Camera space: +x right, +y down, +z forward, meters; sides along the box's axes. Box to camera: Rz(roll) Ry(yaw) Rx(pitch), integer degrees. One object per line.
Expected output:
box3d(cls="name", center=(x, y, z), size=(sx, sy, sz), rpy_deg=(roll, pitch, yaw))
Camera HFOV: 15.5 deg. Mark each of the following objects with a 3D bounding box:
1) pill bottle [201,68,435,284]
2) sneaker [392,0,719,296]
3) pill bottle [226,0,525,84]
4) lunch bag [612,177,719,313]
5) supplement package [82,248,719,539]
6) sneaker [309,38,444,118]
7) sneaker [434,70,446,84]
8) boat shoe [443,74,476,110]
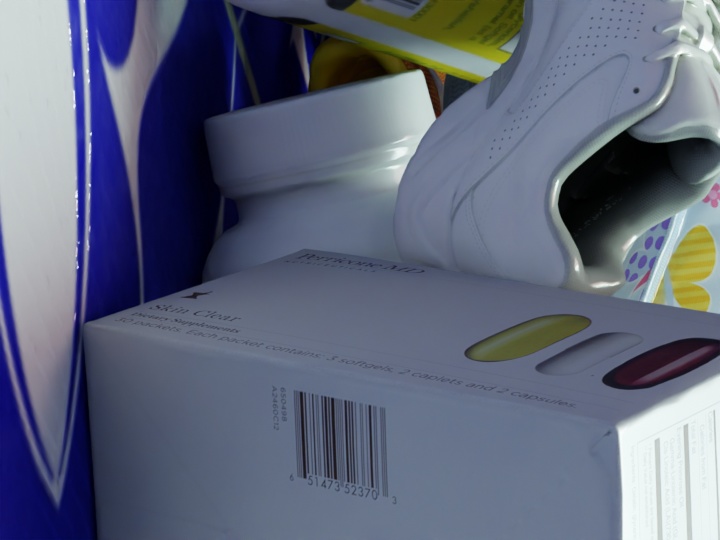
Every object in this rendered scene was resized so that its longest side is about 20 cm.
box3d(cls="pill bottle", center=(0.005, 0.033, 0.963), size=(0.112, 0.112, 0.201), rpy_deg=(-35, 111, -77))
box3d(cls="sneaker", center=(0.096, -0.069, 0.874), size=(0.078, 0.099, 0.201), rpy_deg=(30, 82, -41))
box3d(cls="pill bottle", center=(0.044, -0.126, 0.957), size=(0.199, 0.114, 0.115), rpy_deg=(14, 73, -41))
box3d(cls="lunch bag", center=(0.128, 0.043, 1.040), size=(0.201, 0.127, 0.170), rpy_deg=(-66, -171, -9))
box3d(cls="supplement package", center=(0.027, 0.089, 0.813), size=(0.111, 0.199, 0.157), rpy_deg=(-19, 112, -49))
box3d(cls="sneaker", center=(0.000, 0.000, 1.095), size=(0.077, 0.073, 0.201), rpy_deg=(18, 64, -65))
box3d(cls="sneaker", center=(0.031, -0.109, 1.196), size=(0.077, 0.073, 0.200), rpy_deg=(-44, 155, -20))
box3d(cls="boat shoe", center=(0.083, -0.104, 1.106), size=(0.067, 0.073, 0.201), rpy_deg=(28, 60, -46))
